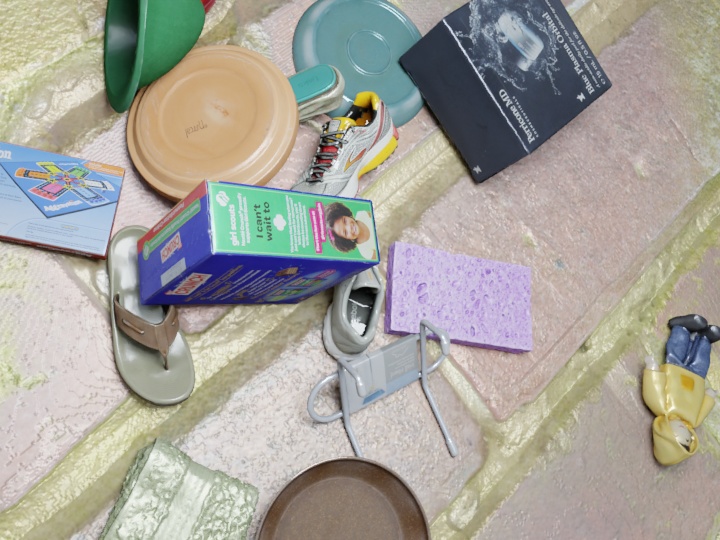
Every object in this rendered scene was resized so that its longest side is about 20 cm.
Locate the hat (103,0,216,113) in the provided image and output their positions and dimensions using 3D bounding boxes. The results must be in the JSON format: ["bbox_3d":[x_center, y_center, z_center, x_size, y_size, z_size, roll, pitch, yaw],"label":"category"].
[{"bbox_3d":[-0.187,-0.271,0.878,0.174,0.165,0.204,1,92,-32],"label":"hat"}]

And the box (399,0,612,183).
[{"bbox_3d":[0.192,-0.259,1.014,0.199,0.117,0.198,-38,96,-28],"label":"box"}]

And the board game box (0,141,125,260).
[{"bbox_3d":[-0.360,-0.081,0.819,0.197,0.019,0.105,12,73,-12],"label":"board game box"}]

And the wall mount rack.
[{"bbox_3d":[0.042,0.157,0.889,0.198,0.074,0.176,-22,125,-23],"label":"wall mount rack"}]

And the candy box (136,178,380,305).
[{"bbox_3d":[-0.107,-0.020,0.799,0.198,0.168,0.078,1,72,-40],"label":"candy box"}]

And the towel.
[{"bbox_3d":[-0.198,0.290,0.784,0.147,0.036,0.202,29,68,-12],"label":"towel"}]

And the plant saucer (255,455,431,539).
[{"bbox_3d":[-0.020,0.304,0.836,0.197,0.037,0.204,3,81,-16],"label":"plant saucer"}]

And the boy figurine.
[{"bbox_3d":[0.428,0.159,1.038,0.123,0.064,0.202,31,65,-13],"label":"boy figurine"}]

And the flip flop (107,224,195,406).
[{"bbox_3d":[-0.226,0.045,0.824,0.080,0.058,0.203,-8,79,-22],"label":"flip flop"}]

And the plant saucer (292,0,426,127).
[{"bbox_3d":[0.009,-0.282,1.015,0.197,0.027,0.203,6,74,-19],"label":"plant saucer"}]

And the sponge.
[{"bbox_3d":[0.127,0.036,0.974,0.197,0.030,0.113,10,73,-18],"label":"sponge"}]

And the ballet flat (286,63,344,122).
[{"bbox_3d":[-0.110,-0.186,0.921,0.197,0.062,0.068,-16,68,0],"label":"ballet flat"}]

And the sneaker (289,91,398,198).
[{"bbox_3d":[-0.032,-0.137,0.922,0.201,0.077,0.083,-54,141,-29],"label":"sneaker"}]

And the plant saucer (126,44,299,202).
[{"bbox_3d":[-0.169,-0.170,0.871,0.197,0.032,0.203,-2,69,6],"label":"plant saucer"}]

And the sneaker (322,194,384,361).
[{"bbox_3d":[0.000,0.000,0.902,0.075,0.092,0.203,3,74,-19],"label":"sneaker"}]
